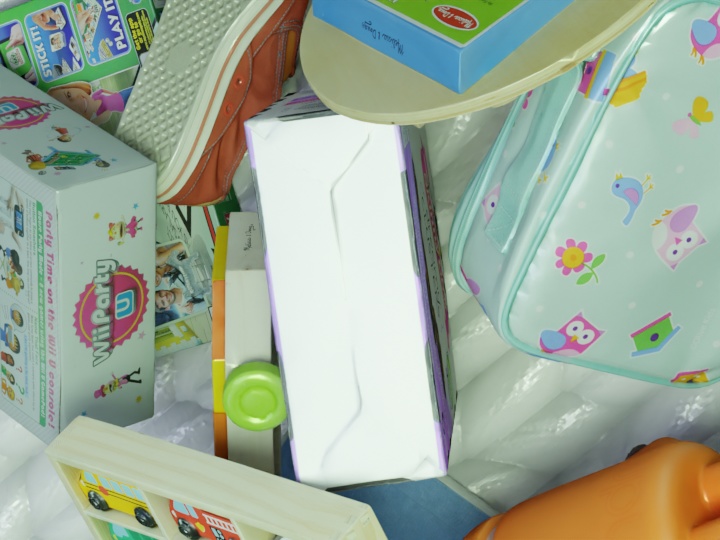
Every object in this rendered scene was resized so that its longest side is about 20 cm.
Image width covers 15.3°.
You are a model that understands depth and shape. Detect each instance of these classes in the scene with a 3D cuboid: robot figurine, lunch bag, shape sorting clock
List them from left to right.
[{"bbox_3d":[0.063,-0.131,1.162,0.199,0.201,0.039,-9,126,28],"label":"shape sorting clock"},{"bbox_3d":[0.118,0.149,1.224,0.199,0.116,0.145,-25,65,32],"label":"robot figurine"},{"bbox_3d":[0.136,-0.051,1.213,0.201,0.159,0.077,-65,31,21],"label":"lunch bag"}]

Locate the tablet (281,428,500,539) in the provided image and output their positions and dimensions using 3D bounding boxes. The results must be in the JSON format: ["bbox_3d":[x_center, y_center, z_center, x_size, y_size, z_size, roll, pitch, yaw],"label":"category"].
[{"bbox_3d":[0.020,0.168,1.373,0.199,0.014,0.131,34,91,18],"label":"tablet"}]

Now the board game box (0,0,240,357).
[{"bbox_3d":[-0.135,-0.050,1.425,0.134,0.029,0.201,-17,92,27],"label":"board game box"}]

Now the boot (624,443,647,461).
[{"bbox_3d":[0.196,0.191,1.293,0.166,0.072,0.202,11,106,37],"label":"boot"}]

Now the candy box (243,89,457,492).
[{"bbox_3d":[0.000,0.000,1.265,0.071,0.200,0.169,-8,97,5],"label":"candy box"}]

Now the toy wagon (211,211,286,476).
[{"bbox_3d":[-0.051,0.076,1.321,0.039,0.155,0.201,0,117,0],"label":"toy wagon"}]

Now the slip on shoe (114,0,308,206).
[{"bbox_3d":[-0.058,-0.123,1.351,0.074,0.061,0.201,28,94,42],"label":"slip on shoe"}]

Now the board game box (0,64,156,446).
[{"bbox_3d":[-0.187,-0.018,1.384,0.200,0.064,0.149,32,129,43],"label":"board game box"}]

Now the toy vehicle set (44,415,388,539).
[{"bbox_3d":[-0.051,0.139,1.236,0.199,0.027,0.125,12,139,44],"label":"toy vehicle set"}]
